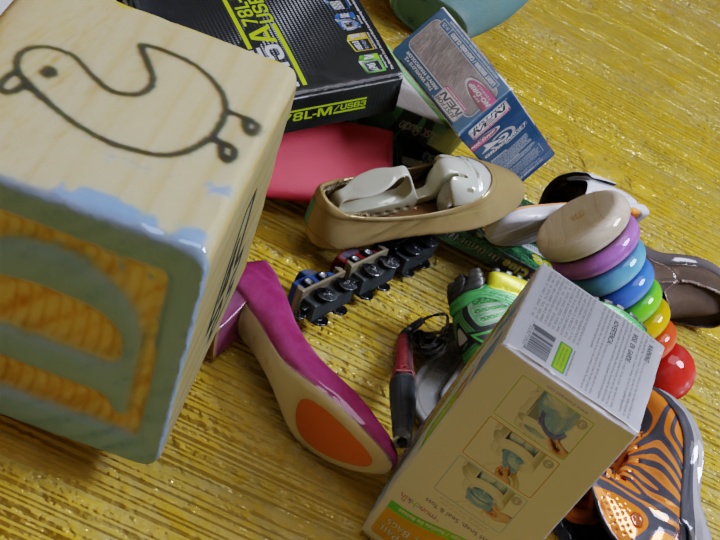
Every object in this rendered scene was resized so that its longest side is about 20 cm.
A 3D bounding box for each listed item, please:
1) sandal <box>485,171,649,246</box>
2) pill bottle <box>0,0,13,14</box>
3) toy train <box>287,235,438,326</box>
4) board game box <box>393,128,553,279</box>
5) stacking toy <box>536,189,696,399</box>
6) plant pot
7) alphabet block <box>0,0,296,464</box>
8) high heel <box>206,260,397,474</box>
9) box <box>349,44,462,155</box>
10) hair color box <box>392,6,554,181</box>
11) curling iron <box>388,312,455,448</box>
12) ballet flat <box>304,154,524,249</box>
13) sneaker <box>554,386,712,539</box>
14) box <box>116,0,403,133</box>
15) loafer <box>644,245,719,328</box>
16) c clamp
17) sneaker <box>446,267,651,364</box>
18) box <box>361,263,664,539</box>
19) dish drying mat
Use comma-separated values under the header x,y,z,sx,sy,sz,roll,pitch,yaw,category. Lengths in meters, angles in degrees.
x,y,z,sx,sy,sz,roll,pitch,yaw,category
0.188,-0.062,1.222,0.206,0.079,0.060,-1,68,-45,sandal
-0.247,-0.198,0.996,0.119,0.121,0.200,15,-3,-22,pill bottle
0.000,0.000,1.102,0.046,0.034,0.200,33,32,20,toy train
0.114,-0.048,1.227,0.199,0.023,0.105,27,34,-23,board game box
0.232,0.033,1.150,0.201,0.085,0.086,57,30,-21,stacking toy
0.101,-0.329,1.456,0.199,0.200,0.135,27,73,-7,plant pot
-0.170,-0.034,0.851,0.194,0.197,0.201,21,41,-3,alphabet block
-0.035,0.066,0.977,0.199,0.068,0.096,32,45,22,high heel
0.003,-0.181,1.262,0.199,0.036,0.145,11,36,-54,box
0.105,-0.146,1.184,0.100,0.060,0.200,53,9,19,hair color box
0.040,0.079,1.006,0.026,0.049,0.200,60,19,-13,curling iron
0.051,-0.063,1.110,0.199,0.063,0.069,-15,54,-17,ballet flat
0.204,0.157,1.036,0.111,0.078,0.201,20,38,-18,sneaker
-0.089,-0.200,1.134,0.192,0.048,0.201,-11,55,-22,box
0.274,0.025,1.251,0.199,0.073,0.071,16,50,-26,loafer
0.130,0.107,1.082,0.171,0.027,0.200,40,36,9,c clamp
0.156,0.067,1.086,0.199,0.078,0.086,14,58,-24,sneaker
0.101,0.115,0.904,0.101,0.200,0.113,34,34,2,box
-0.066,-0.096,1.133,0.199,0.018,0.077,6,73,-20,dish drying mat
